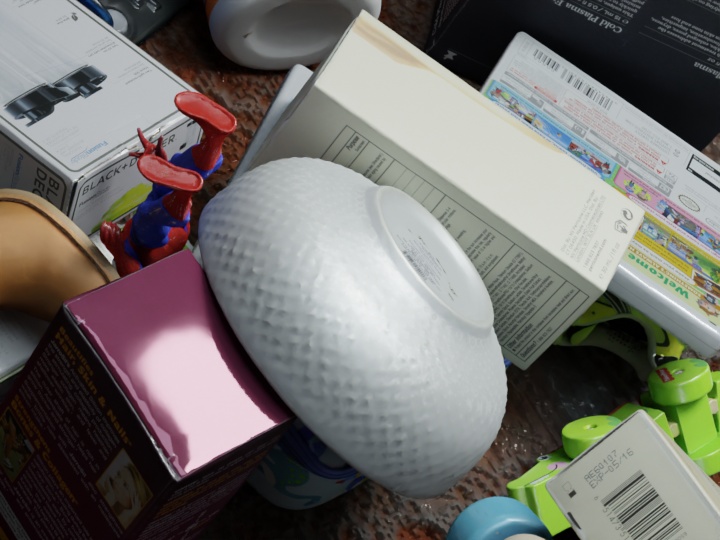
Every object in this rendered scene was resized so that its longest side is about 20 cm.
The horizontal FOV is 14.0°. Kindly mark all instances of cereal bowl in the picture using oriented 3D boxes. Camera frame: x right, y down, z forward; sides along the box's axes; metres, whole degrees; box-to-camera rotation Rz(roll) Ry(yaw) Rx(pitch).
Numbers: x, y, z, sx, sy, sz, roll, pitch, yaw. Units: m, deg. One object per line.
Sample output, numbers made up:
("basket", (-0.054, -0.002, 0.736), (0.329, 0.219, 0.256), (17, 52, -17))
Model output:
("cereal bowl", (0.011, 0.017, 1.549), (0.200, 0.083, 0.200), (45, 19, -20))

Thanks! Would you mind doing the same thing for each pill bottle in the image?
("pill bottle", (-0.058, -0.236, 1.838), (0.109, 0.110, 0.201), (1, 61, -26))

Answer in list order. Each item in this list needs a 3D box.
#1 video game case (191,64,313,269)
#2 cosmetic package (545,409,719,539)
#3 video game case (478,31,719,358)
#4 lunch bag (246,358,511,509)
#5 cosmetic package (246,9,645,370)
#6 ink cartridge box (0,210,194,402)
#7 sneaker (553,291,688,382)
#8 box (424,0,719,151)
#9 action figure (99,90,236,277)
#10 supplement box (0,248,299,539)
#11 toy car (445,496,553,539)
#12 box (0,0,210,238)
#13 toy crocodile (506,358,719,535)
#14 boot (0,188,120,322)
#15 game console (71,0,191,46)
("video game case", (0.000, 0.000, 1.678), (0.182, 0.023, 0.200), (32, 54, -8))
("cosmetic package", (0.187, 0.163, 1.659), (0.073, 0.200, 0.104), (-39, 62, 6))
("video game case", (0.152, -0.049, 1.778), (0.200, 0.022, 0.182), (35, 32, -1))
("lunch bag", (-0.008, 0.038, 1.719), (0.200, 0.082, 0.161), (-31, 81, -35))
("cosmetic package", (0.047, -0.044, 1.650), (0.200, 0.105, 0.071), (36, 51, -6))
("ink cartridge box", (-0.212, -0.004, 1.645), (0.200, 0.076, 0.148), (-31, 78, -40))
("sneaker", (0.124, -0.001, 1.810), (0.199, 0.075, 0.077), (24, 53, -10))
("box", (0.171, -0.183, 1.875), (0.199, 0.182, 0.104), (24, 53, -13))
("action figure", (-0.108, -0.032, 1.545), (0.051, 0.200, 0.066), (23, 66, -1))
("supplement box", (-0.126, 0.091, 1.548), (0.085, 0.200, 0.111), (-26, 75, -35))
("toy car", (0.084, 0.262, 1.608), (0.200, 0.184, 0.177), (-47, 118, 1))
("box", (-0.197, -0.105, 1.628), (0.200, 0.060, 0.117), (36, 45, 19))
("toy crocodile", (0.164, 0.107, 1.776), (0.200, 0.062, 0.068), (-29, 112, -31))
("boot", (-0.234, 0.020, 1.525), (0.199, 0.074, 0.155), (26, 52, 0))
("game console", (-0.194, -0.222, 1.750), (0.200, 0.118, 0.171), (43, 48, 2))
